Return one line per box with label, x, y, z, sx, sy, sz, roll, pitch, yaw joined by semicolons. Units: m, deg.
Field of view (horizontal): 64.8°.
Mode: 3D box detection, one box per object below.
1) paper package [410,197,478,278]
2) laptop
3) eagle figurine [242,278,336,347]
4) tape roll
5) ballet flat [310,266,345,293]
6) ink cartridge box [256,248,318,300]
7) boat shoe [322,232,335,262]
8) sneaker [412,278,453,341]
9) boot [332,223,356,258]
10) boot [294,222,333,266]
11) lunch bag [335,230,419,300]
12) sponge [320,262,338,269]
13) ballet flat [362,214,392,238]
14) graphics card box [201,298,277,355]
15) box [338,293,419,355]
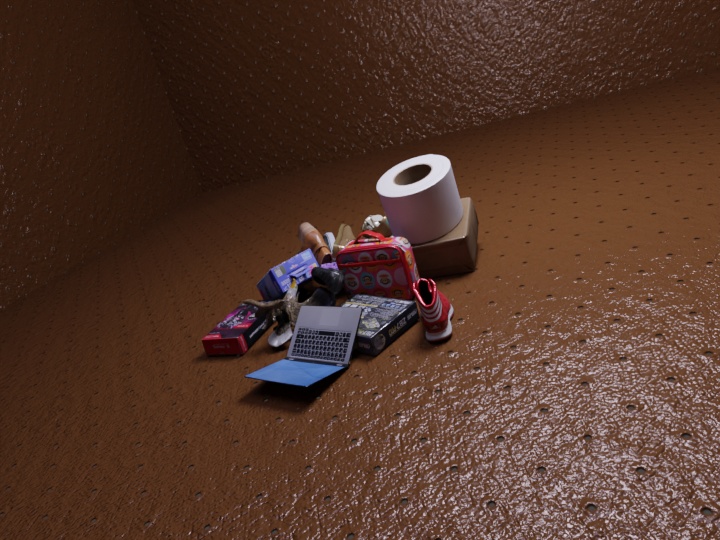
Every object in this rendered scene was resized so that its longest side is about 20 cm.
paper package;0.211;-0.084;1.496;0.185;0.105;0.202;-11;34;22
laptop;-0.117;0.151;1.190;0.183;0.115;0.205;-1;65;38
eagle figurine;-0.166;0.097;1.409;0.152;0.152;0.198;45;14;28
tape roll;0.152;-0.184;1.451;0.197;0.142;0.205;-18;32;11
ballet flat;-0.090;0.024;1.425;0.065;0.058;0.199;19;-6;-17
ink cartridge box;-0.195;0.017;1.561;0.135;0.078;0.200;-30;-4;-29
boat shoe;-0.110;-0.068;1.822;0.069;0.074;0.200;-15;22;-6
sneaker;0.155;0.055;1.216;0.076;0.119;0.201;-15;20;4
boot;0.026;-0.064;1.621;0.194;0.068;0.177;9;33;4
boot;-0.129;-0.018;1.628;0.072;0.204;0.155;-23;47;-20
lunch bag;0.040;-0.010;1.392;0.195;0.181;0.082;-5;22;30
sponge;0.000;0.000;1.520;0.194;0.031;0.111;-9;-23;22
ballet flat;0.046;-0.136;1.666;0.069;0.063;0.199;-49;20;-17
graphics card box;-0.303;0.145;1.470;0.122;0.052;0.200;-7;22;28
box;0.012;0.115;1.283;0.197;0.050;0.160;5;28;46
